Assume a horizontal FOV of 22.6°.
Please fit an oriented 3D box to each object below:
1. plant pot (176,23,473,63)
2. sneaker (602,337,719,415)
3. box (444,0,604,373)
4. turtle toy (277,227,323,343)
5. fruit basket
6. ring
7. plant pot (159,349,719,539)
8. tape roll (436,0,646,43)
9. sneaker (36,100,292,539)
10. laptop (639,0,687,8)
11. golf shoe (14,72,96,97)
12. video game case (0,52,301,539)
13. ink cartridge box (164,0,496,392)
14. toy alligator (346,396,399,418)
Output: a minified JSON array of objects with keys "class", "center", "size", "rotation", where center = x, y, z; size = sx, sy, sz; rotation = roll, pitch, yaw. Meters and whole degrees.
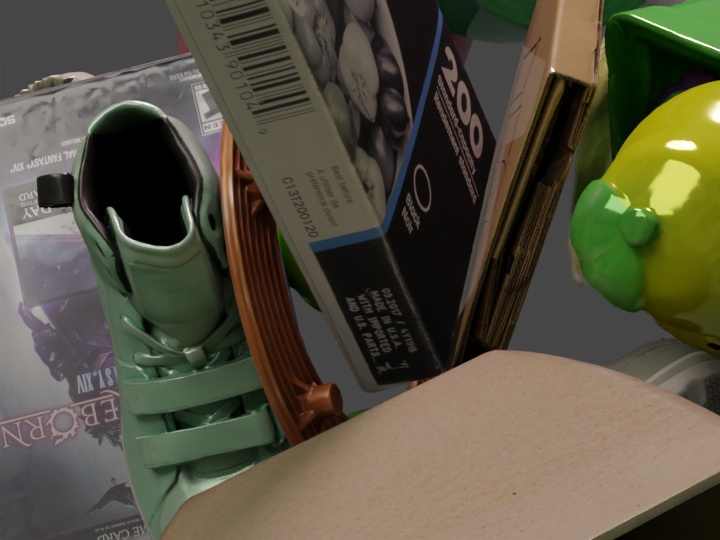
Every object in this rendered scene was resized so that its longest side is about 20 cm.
[{"class":"plant pot","center":[-0.015,-0.149,0.917],"size":[0.199,0.200,0.180],"rotation":[-8,61,30]},{"class":"sneaker","center":[0.067,0.097,0.701],"size":[0.199,0.075,0.082],"rotation":[-32,19,0]},{"class":"box","center":[0.068,-0.048,0.740],"size":[0.021,0.164,0.200],"rotation":[16,31,0]},{"class":"turtle toy","center":[-0.068,0.018,0.824],"size":[0.200,0.146,0.101],"rotation":[-40,70,-5]},{"class":"fruit basket","center":[0.157,-0.013,0.642],"size":[0.214,0.156,0.216],"rotation":[-7,39,6]},{"class":"ring","center":[0.000,0.000,0.727],"size":[0.019,0.201,0.201],"rotation":[-14,43,22]},{"class":"plant pot","center":[0.035,0.139,0.565],"size":[0.199,0.201,0.177],"rotation":[-26,24,-4]},{"class":"tape roll","center":[0.076,-0.210,0.847],"size":[0.201,0.201,0.048],"rotation":[-53,26,-21]},{"class":"sneaker","center":[-0.067,0.036,0.670],"size":[0.073,0.118,0.201],"rotation":[-17,76,0]},{"class":"laptop","center":[0.203,-0.176,0.830],"size":[0.199,0.116,0.188],"rotation":[-29,38,7]},{"class":"golf shoe","center":[-0.125,-0.035,0.875],"size":[0.097,0.200,0.078],"rotation":[-28,69,-30]},{"class":"video game case","center":[-0.100,0.017,0.747],"size":[0.142,0.019,0.201],"rotation":[-14,76,0]},{"class":"ink cartridge box","center":[-0.002,-0.093,0.688],"size":[0.043,0.199,0.201],"rotation":[-11,38,20]},{"class":"toy alligator","center":[-0.065,0.111,0.772],"size":[0.200,0.059,0.054],"rotation":[-39,39,-5]}]
